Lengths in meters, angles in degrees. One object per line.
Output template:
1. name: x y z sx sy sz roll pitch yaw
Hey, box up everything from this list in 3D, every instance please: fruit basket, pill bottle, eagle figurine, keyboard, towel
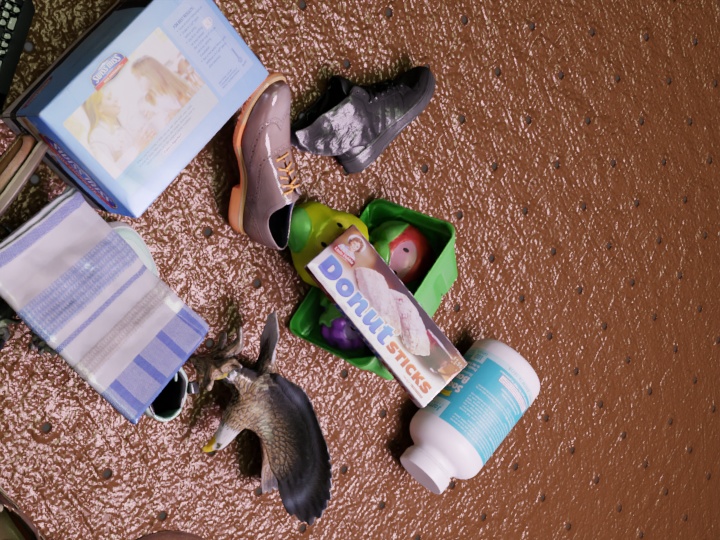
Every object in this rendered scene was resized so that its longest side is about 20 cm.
1. fruit basket: 0.000 0.000 1.070 0.214 0.154 0.218 -26 127 -41
2. pill bottle: 0.140 0.194 1.213 0.200 0.110 0.111 -47 121 -21
3. eagle figurine: -0.106 0.164 1.018 0.200 0.150 0.152 47 34 -18
4. keyboard: -0.367 -0.172 0.830 0.103 0.039 0.203 19 85 -37
5. towel: -0.240 0.027 0.852 0.200 0.024 0.147 48 37 -10

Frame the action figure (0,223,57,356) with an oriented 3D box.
1. action figure: -0.326 0.037 0.858 0.119 0.102 0.201 46 72 -20

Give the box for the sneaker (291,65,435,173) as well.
1. sneaker: 0.003 -0.195 1.081 0.200 0.060 0.104 -50 127 -15

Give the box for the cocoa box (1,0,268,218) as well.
1. cocoa box: -0.214 -0.169 0.883 0.201 0.131 0.134 -51 122 -18

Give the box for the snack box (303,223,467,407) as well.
1. snack box: 0.028 0.050 1.007 0.072 0.024 0.201 -41 95 -15

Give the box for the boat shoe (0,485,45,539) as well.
1. boat shoe: -0.350 0.222 0.848 0.202 0.075 0.075 46 52 -8

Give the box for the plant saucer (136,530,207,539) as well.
1. plant saucer: -0.223 0.396 1.031 0.198 0.036 0.203 -7 102 -34

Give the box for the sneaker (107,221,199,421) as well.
1. sneaker: -0.215 0.052 0.928 0.073 0.118 0.203 -16 105 -31

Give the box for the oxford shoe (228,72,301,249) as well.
1. oxford shoe: -0.088 -0.111 0.968 0.071 0.073 0.202 -36 149 -39

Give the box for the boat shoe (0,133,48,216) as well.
1. boat shoe: -0.359 -0.051 0.808 0.068 0.072 0.200 41 93 -15
